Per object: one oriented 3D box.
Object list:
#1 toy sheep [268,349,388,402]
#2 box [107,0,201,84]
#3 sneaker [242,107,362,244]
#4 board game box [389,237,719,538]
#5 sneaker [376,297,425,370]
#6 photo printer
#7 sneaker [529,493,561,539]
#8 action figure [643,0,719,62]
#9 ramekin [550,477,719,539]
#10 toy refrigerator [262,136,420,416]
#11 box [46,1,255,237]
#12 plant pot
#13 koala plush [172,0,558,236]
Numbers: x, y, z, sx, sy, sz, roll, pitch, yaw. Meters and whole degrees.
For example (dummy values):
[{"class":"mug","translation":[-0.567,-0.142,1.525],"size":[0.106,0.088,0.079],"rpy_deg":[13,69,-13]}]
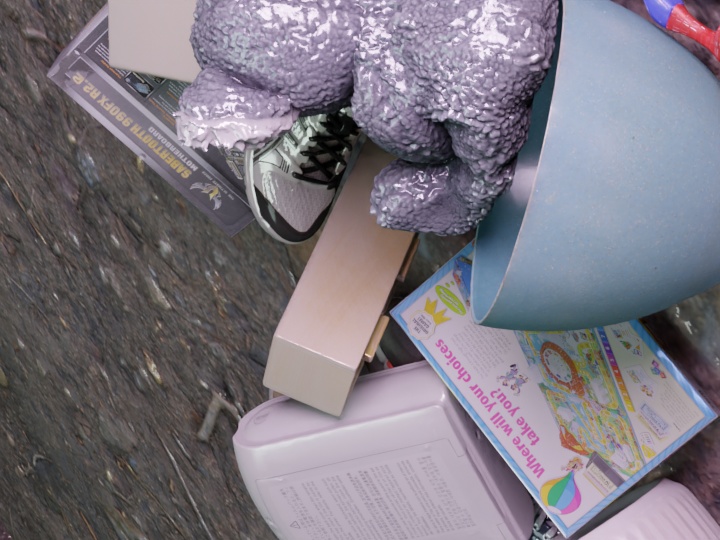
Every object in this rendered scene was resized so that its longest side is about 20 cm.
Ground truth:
[{"class":"toy sheep","translation":[-0.012,0.093,1.410],"size":[0.137,0.200,0.139],"rpy_deg":[-1,89,36]},{"class":"box","translation":[-0.065,-0.180,1.127],"size":[0.200,0.127,0.110],"rpy_deg":[18,111,51]},{"class":"sneaker","translation":[-0.027,-0.111,1.226],"size":[0.088,0.075,0.201],"rpy_deg":[30,110,57]},{"class":"board game box","translation":[0.133,0.063,1.185],"size":[0.200,0.134,0.034],"rpy_deg":[52,-167,12]},{"class":"sneaker","translation":[0.096,0.079,1.336],"size":[0.200,0.077,0.082],"rpy_deg":[40,141,11]},{"class":"photo printer","translation":[0.011,0.157,1.304],"size":[0.199,0.070,0.167],"rpy_deg":[-16,121,25]},{"class":"sneaker","translation":[0.153,0.201,1.355],"size":[0.200,0.070,0.108],"rpy_deg":[56,159,-13]},{"class":"action figure","translation":[0.142,-0.205,0.952],"size":[0.200,0.065,0.099],"rpy_deg":[37,153,33]},{"class":"ramekin","translation":[0.176,0.232,1.212],"size":[0.105,0.200,0.200],"rpy_deg":[58,154,8]},{"class":"toy refrigerator","translation":[0.000,0.000,1.256],"size":[0.070,0.201,0.076],"rpy_deg":[23,146,3]},{"class":"box","translation":[-0.118,-0.138,1.321],"size":[0.200,0.048,0.158],"rpy_deg":[41,130,-16]},{"class":"plant pot","translation":[0.152,-0.052,0.991],"size":[0.134,0.201,0.200],"rpy_deg":[13,147,-3]},{"class":"koala plush","translation":[-0.003,-0.130,0.966],"size":[0.184,0.199,0.178],"rpy_deg":[133,147,-76]}]
